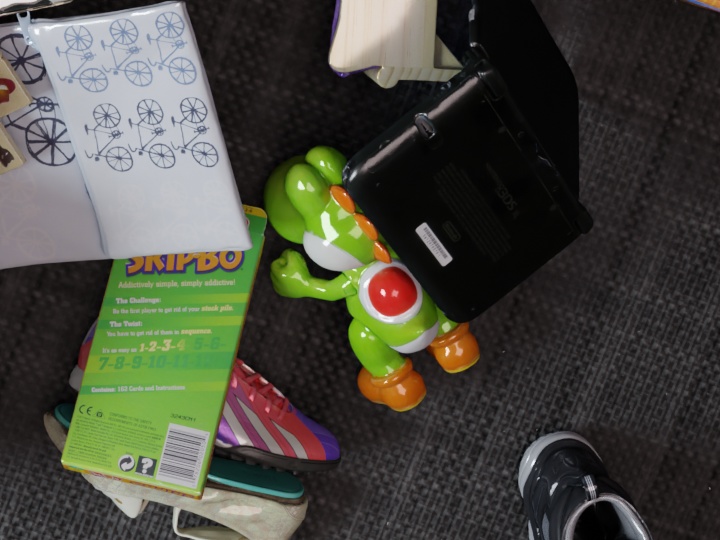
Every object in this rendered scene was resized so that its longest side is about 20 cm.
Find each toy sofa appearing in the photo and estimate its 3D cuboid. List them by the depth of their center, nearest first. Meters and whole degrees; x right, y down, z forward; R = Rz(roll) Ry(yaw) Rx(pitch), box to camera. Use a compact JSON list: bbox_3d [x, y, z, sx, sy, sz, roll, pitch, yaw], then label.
[{"bbox_3d":[0.025,-0.225,1.438,0.097,0.083,0.201,1,103,-10],"label":"toy sofa"}]

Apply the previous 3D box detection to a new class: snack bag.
[{"bbox_3d":[-0.182,-0.082,1.389,0.199,0.021,0.189,-4,125,15],"label":"snack bag"}]

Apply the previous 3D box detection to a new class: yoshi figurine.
[{"bbox_3d":[-0.002,-0.008,1.492,0.111,0.113,0.201,-11,125,29],"label":"yoshi figurine"}]

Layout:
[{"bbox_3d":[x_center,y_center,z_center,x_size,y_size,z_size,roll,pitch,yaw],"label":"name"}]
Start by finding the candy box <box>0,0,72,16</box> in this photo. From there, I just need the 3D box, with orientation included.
[{"bbox_3d":[-0.232,-0.266,1.345,0.061,0.136,0.201,-13,106,-12],"label":"candy box"}]

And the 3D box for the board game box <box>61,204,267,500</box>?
[{"bbox_3d":[-0.128,0.045,1.446,0.095,0.030,0.201,13,76,0],"label":"board game box"}]

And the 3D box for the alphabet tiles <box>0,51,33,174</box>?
[{"bbox_3d":[-0.301,-0.136,1.374,0.166,0.006,0.201,-20,111,34],"label":"alphabet tiles"}]

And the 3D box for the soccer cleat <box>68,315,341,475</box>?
[{"bbox_3d":[-0.098,0.084,1.494,0.199,0.068,0.074,20,94,-14],"label":"soccer cleat"}]

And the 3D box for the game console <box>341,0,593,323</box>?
[{"bbox_3d":[0.071,-0.092,1.425,0.176,0.117,0.200,-38,141,2],"label":"game console"}]

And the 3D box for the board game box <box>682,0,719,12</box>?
[{"bbox_3d":[0.207,-0.284,1.402,0.199,0.200,0.201,18,99,-15],"label":"board game box"}]

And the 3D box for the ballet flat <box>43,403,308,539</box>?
[{"bbox_3d":[-0.132,0.152,1.503,0.199,0.068,0.063,20,108,-15],"label":"ballet flat"}]

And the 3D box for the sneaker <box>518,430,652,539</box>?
[{"bbox_3d":[0.169,0.222,1.556,0.075,0.114,0.201,-18,106,-7],"label":"sneaker"}]
